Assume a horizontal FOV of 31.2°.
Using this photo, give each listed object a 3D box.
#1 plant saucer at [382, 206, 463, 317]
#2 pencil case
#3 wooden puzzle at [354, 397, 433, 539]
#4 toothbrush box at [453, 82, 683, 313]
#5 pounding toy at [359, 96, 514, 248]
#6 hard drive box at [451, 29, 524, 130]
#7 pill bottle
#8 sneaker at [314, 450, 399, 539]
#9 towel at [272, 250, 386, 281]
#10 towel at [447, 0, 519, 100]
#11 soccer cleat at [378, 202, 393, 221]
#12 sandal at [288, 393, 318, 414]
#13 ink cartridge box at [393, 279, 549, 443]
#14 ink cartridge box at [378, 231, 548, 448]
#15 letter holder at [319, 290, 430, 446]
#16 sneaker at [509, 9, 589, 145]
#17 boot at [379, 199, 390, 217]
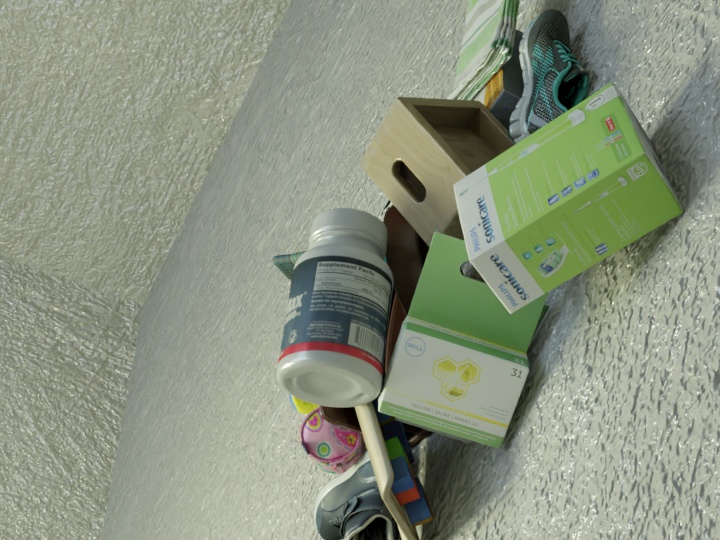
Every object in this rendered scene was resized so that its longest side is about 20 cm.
[{"bbox_3d":[0.089,0.010,1.579,0.036,0.201,0.202,-22,40,22],"label":"plant saucer"},{"bbox_3d":[-0.037,0.231,1.745,0.200,0.086,0.089,87,-161,-78],"label":"pencil case"},{"bbox_3d":[0.038,0.219,1.506,0.201,0.046,0.187,71,180,-50],"label":"wooden puzzle"},{"bbox_3d":[0.202,-0.073,1.289,0.199,0.086,0.146,-31,31,16],"label":"toothbrush box"},{"bbox_3d":[0.107,-0.085,1.521,0.201,0.183,0.143,51,126,29],"label":"pounding toy"},{"bbox_3d":[0.167,-0.195,1.694,0.157,0.076,0.201,-88,24,-47],"label":"hard drive box"},{"bbox_3d":[-0.024,0.039,1.448,0.120,0.118,0.202,135,148,-55],"label":"pill bottle"},{"bbox_3d":[-0.009,0.333,1.662,0.203,0.076,0.147,-54,20,41],"label":"sneaker"},{"bbox_3d":[0.000,0.000,1.719,0.197,0.147,0.022,-7,61,20],"label":"towel"},{"bbox_3d":[0.160,-0.320,1.674,0.149,0.030,0.202,-45,29,54],"label":"towel"},{"bbox_3d":[0.056,-0.070,1.790,0.069,0.084,0.202,-92,3,-52],"label":"soccer cleat"},{"bbox_3d":[-0.066,0.119,1.943,0.087,0.079,0.203,144,141,-67],"label":"sandal"},{"bbox_3d":[0.120,0.092,1.471,0.060,0.103,0.202,-103,36,-60],"label":"ink cartridge box"},{"bbox_3d":[0.115,0.077,1.389,0.048,0.144,0.202,-78,6,-69],"label":"ink cartridge box"},{"bbox_3d":[0.033,0.104,1.669,0.101,0.141,0.202,133,152,-53],"label":"letter holder"},{"bbox_3d":[0.240,-0.231,1.544,0.091,0.077,0.203,-21,53,47],"label":"sneaker"},{"bbox_3d":[0.074,-0.116,1.895,0.159,0.079,0.212,-91,24,-54],"label":"boot"}]
